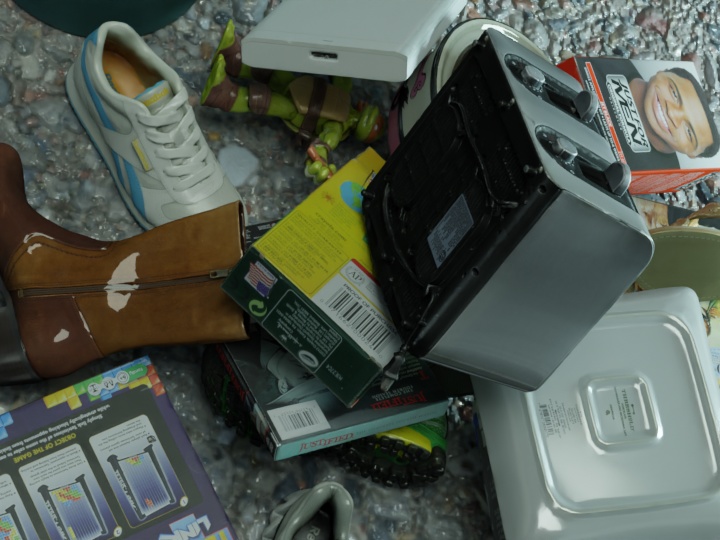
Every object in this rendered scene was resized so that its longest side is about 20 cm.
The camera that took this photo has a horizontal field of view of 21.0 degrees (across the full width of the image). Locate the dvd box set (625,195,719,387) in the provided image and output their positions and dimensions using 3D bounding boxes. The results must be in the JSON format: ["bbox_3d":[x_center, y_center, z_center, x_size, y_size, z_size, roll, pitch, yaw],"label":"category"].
[{"bbox_3d":[0.250,0.040,1.595,0.145,0.029,0.202,14,63,-12],"label":"dvd box set"}]

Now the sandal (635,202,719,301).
[{"bbox_3d":[0.296,-0.020,1.591,0.210,0.078,0.070,9,43,-24],"label":"sandal"}]

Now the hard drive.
[{"bbox_3d":[-0.001,-0.197,1.535,0.131,0.027,0.200,7,26,14],"label":"hard drive"}]

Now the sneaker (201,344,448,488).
[{"bbox_3d":[-0.027,0.095,1.463,0.198,0.078,0.086,22,51,-14],"label":"sneaker"}]

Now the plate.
[{"bbox_3d":[0.184,0.106,1.413,0.198,0.032,0.201,-5,69,-18],"label":"plate"}]

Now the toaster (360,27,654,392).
[{"bbox_3d":[0.093,-0.032,1.339,0.118,0.200,0.182,21,32,-29],"label":"toaster"}]

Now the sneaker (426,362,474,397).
[{"bbox_3d":[0.082,0.041,1.527,0.198,0.075,0.107,4,33,1],"label":"sneaker"}]

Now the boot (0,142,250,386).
[{"bbox_3d":[-0.182,-0.023,1.405,0.198,0.069,0.190,-13,66,10],"label":"boot"}]

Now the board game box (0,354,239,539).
[{"bbox_3d":[-0.205,0.173,1.371,0.199,0.057,0.166,-21,77,-26],"label":"board game box"}]

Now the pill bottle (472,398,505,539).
[{"bbox_3d":[0.152,0.185,1.451,0.113,0.114,0.202,-1,67,-18],"label":"pill bottle"}]

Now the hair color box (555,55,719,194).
[{"bbox_3d":[0.217,-0.116,1.580,0.199,0.061,0.102,-7,76,-54],"label":"hair color box"}]

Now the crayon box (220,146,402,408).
[{"bbox_3d":[0.000,0.000,1.410,0.127,0.051,0.200,43,36,3],"label":"crayon box"}]

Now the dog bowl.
[{"bbox_3d":[0.102,-0.093,1.544,0.199,0.073,0.202,24,55,-39],"label":"dog bowl"}]

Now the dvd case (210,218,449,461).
[{"bbox_3d":[-0.042,0.042,1.429,0.145,0.022,0.201,-13,51,-28],"label":"dvd case"}]

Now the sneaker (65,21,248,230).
[{"bbox_3d":[-0.155,-0.099,1.495,0.076,0.081,0.201,-34,82,-29],"label":"sneaker"}]

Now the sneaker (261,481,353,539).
[{"bbox_3d":[-0.054,0.239,1.379,0.075,0.081,0.201,22,63,-9],"label":"sneaker"}]

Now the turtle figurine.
[{"bbox_3d":[-0.042,-0.143,1.561,0.160,0.065,0.201,21,54,-10],"label":"turtle figurine"}]

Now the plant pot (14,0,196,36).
[{"bbox_3d":[-0.195,-0.311,1.531,0.199,0.161,0.202,7,64,-15],"label":"plant pot"}]

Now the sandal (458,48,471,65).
[{"bbox_3d":[0.132,-0.078,1.469,0.081,0.054,0.202,-6,75,-49],"label":"sandal"}]
